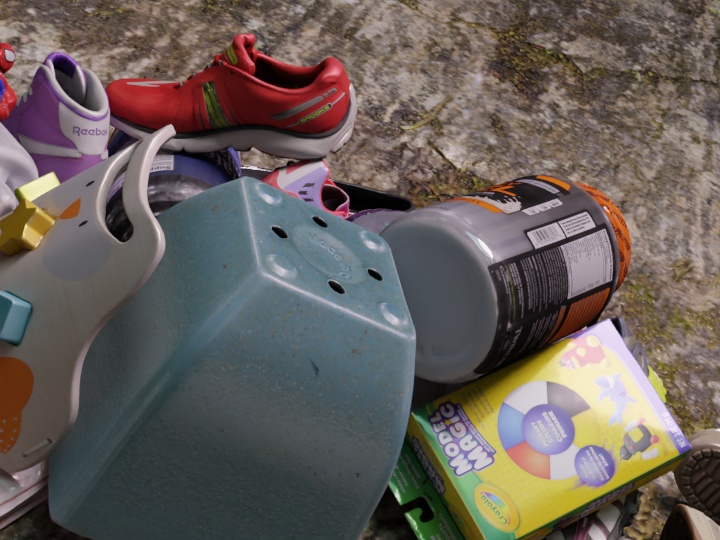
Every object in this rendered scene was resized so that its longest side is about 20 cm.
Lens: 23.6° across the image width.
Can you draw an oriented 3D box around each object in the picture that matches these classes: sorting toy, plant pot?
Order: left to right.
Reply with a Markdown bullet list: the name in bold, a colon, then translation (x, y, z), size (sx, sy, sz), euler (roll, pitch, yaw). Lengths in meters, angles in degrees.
- **sorting toy**: translation (-0.183, -0.010, 1.079), size (0.107, 0.180, 0.201), euler (40, 30, -31)
- **plant pot**: translation (-0.070, 0.060, 1.114), size (0.196, 0.200, 0.196), euler (24, 26, -25)

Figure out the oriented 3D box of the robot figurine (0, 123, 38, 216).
- **robot figurine**: translation (-0.314, -0.079, 1.265), size (0.200, 0.113, 0.170), euler (44, -3, 29)

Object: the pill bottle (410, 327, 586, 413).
- **pill bottle**: translation (0.076, 0.068, 1.337), size (0.199, 0.114, 0.114), euler (-7, 42, -44)

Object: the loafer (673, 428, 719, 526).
- **loafer**: translation (0.336, 0.178, 1.414), size (0.199, 0.076, 0.068), euler (25, 26, -21)

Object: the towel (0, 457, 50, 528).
- **towel**: translation (-0.296, 0.096, 1.081), size (0.200, 0.032, 0.191), euler (35, 30, 14)

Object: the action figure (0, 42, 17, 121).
- **action figure**: translation (-0.282, -0.109, 1.181), size (0.065, 0.052, 0.200), euler (20, 31, 2)

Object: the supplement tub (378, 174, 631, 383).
- **supplement tub**: translation (0.105, 0.000, 1.233), size (0.122, 0.123, 0.200), euler (40, 33, 23)

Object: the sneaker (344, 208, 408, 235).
- **sneaker**: translation (0.000, 0.000, 1.288), size (0.200, 0.075, 0.087), euler (-22, 11, -42)

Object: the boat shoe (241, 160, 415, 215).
- **boat shoe**: translation (-0.044, -0.065, 1.505), size (0.199, 0.066, 0.070), euler (20, 29, -12)

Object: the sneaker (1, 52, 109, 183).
- **sneaker**: translation (-0.249, -0.121, 1.349), size (0.072, 0.115, 0.200), euler (-4, 21, -39)

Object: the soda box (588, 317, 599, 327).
- **soda box**: translation (0.104, 0.027, 1.478), size (0.199, 0.064, 0.071), euler (8, 34, -28)

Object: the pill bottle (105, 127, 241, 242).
- **pill bottle**: translation (-0.147, -0.043, 1.342), size (0.111, 0.112, 0.200), euler (17, 30, -16)

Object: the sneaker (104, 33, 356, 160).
- **sneaker**: translation (-0.101, -0.140, 1.312), size (0.199, 0.085, 0.077), euler (3, 32, 8)

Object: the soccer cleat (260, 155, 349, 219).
- **soccer cleat**: translation (-0.031, -0.033, 1.379), size (0.067, 0.076, 0.200), euler (59, 6, 24)

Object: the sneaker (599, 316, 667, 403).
- **sneaker**: translation (0.146, 0.104, 1.298), size (0.200, 0.081, 0.074), euler (-32, 15, -36)

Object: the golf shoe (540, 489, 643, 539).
- **golf shoe**: translation (0.159, 0.185, 1.257), size (0.088, 0.078, 0.200), euler (14, 29, -4)

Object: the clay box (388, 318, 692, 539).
- **clay box**: translation (0.119, 0.126, 1.214), size (0.199, 0.048, 0.115), euler (-24, 69, -21)

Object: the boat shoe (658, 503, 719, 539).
- **boat shoe**: translation (0.266, 0.245, 1.248), size (0.065, 0.072, 0.200), euler (19, 24, -10)
